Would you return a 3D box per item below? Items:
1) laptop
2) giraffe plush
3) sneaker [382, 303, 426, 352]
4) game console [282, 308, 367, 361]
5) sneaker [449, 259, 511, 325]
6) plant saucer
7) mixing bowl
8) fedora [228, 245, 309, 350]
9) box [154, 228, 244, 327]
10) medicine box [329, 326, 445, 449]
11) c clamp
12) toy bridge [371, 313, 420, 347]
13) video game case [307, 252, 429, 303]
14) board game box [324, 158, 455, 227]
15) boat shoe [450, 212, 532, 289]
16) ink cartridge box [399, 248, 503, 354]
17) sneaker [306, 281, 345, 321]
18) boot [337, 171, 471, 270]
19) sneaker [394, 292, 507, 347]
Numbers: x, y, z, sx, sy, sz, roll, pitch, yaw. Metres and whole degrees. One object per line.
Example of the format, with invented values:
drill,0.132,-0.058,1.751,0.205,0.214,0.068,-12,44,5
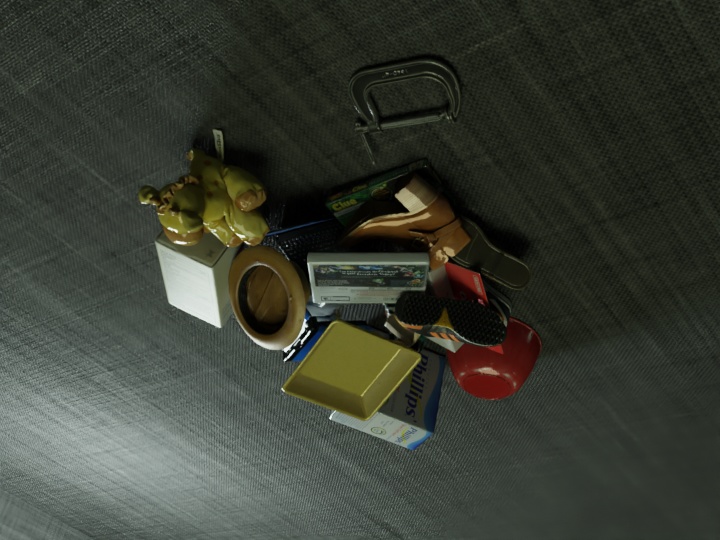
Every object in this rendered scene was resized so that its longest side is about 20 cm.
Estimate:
laptop,-0.091,-0.031,1.694,0.176,0.104,0.201,-11,129,31
giraffe plush,-0.264,-0.107,1.549,0.171,0.162,0.202,2,119,38
sneaker,0.085,0.099,1.832,0.071,0.081,0.201,-2,142,26
game console,-0.101,0.093,1.837,0.169,0.120,0.200,-1,158,-22
sneaker,0.199,0.054,1.741,0.199,0.080,0.078,31,142,-21
plant saucer,-0.019,0.177,1.767,0.198,0.049,0.201,23,122,-25
mixing bowl,0.256,0.185,1.874,0.197,0.109,0.201,9,143,7
fedora,-0.151,0.042,1.697,0.199,0.081,0.203,16,115,36
box,-0.293,-0.009,1.765,0.127,0.109,0.201,24,146,13
medicine box,0.058,0.241,1.947,0.198,0.184,0.103,22,145,-12
c clamp,0.068,-0.246,1.427,0.198,0.027,0.171,-9,133,30
toy bridge,0.077,0.112,1.766,0.067,0.027,0.200,43,146,-2
video game case,0.014,0.014,1.593,0.197,0.024,0.182,0,157,1
board game box,0.049,-0.117,1.589,0.198,0.024,0.105,-18,136,27
boat shoe,0.202,-0.031,1.625,0.199,0.072,0.068,38,-177,-3
ink cartridge box,0.157,0.063,1.684,0.175,0.045,0.201,25,146,44
sneaker,-0.053,0.059,1.840,0.198,0.074,0.116,-4,144,38
boot,0.073,-0.059,1.569,0.199,0.077,0.155,-36,113,24
sneaker,0.155,0.088,1.641,0.198,0.071,0.090,13,168,1
